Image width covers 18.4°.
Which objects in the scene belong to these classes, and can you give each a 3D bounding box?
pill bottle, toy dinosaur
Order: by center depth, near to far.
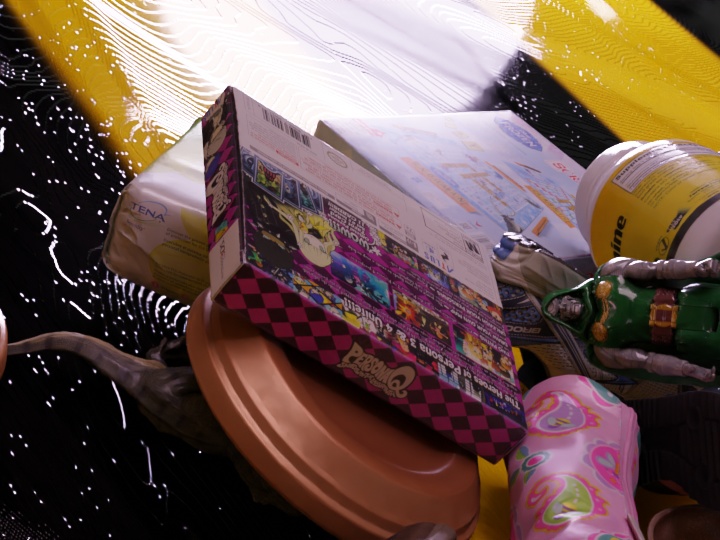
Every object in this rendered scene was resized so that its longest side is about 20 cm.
[{"bbox_3d":[-0.099,0.065,1.236,0.199,0.048,0.088,26,33,20],"label":"toy dinosaur"},{"bbox_3d":[0.214,-0.020,1.428,0.112,0.113,0.200,10,13,-20],"label":"pill bottle"}]

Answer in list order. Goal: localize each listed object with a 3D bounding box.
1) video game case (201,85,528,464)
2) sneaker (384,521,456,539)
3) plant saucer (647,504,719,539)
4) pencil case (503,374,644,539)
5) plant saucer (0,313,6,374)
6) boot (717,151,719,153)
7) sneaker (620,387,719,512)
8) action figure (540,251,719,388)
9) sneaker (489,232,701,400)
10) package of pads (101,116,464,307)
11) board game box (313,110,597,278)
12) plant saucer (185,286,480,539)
[{"bbox_3d":[0.000,0.000,1.251,0.200,0.036,0.182,31,26,-25],"label":"video game case"},{"bbox_3d":[-0.016,0.163,1.071,0.075,0.071,0.200,26,26,14],"label":"sneaker"},{"bbox_3d":[0.242,0.194,1.209,0.200,0.037,0.200,20,18,-7],"label":"plant saucer"},{"bbox_3d":[0.117,0.135,1.199,0.087,0.088,0.200,18,23,-4],"label":"pencil case"},{"bbox_3d":[-0.285,0.015,1.184,0.199,0.038,0.200,14,28,-8],"label":"plant saucer"},{"bbox_3d":[0.269,-0.024,1.583,0.200,0.077,0.155,-9,54,-53],"label":"boot"},{"bbox_3d":[0.213,0.099,1.259,0.082,0.071,0.200,1,1,-19],"label":"sneaker"},{"bbox_3d":[0.201,0.029,1.290,0.199,0.119,0.055,3,-6,21],"label":"action figure"},{"bbox_3d":[0.142,0.054,1.398,0.200,0.085,0.077,32,4,-28],"label":"sneaker"},{"bbox_3d":[-0.047,-0.014,1.395,0.199,0.068,0.155,23,25,7],"label":"package of pads"},{"bbox_3d":[0.095,-0.046,1.585,0.199,0.041,0.200,-5,37,-41],"label":"board game box"},{"bbox_3d":[-0.006,0.072,1.214,0.200,0.037,0.200,35,25,-18],"label":"plant saucer"}]
